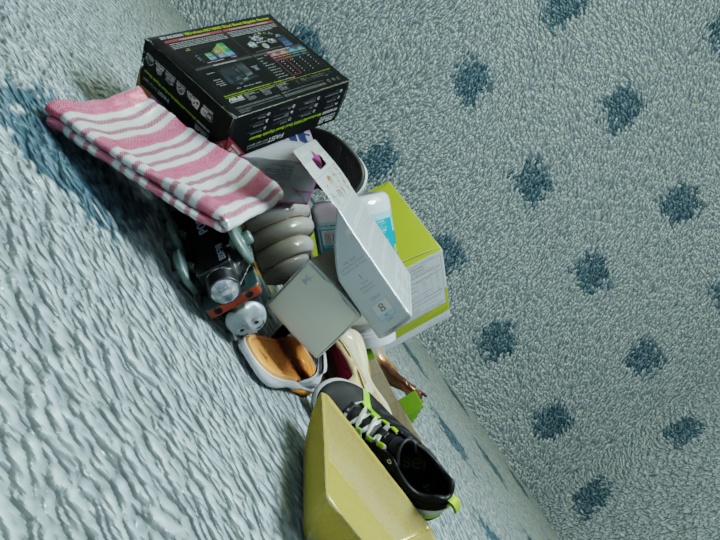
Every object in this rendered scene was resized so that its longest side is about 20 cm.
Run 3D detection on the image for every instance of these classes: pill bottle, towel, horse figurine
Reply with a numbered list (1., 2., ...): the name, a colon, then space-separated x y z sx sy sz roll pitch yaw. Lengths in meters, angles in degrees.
1. pill bottle: 0.000 0.000 0.947 0.111 0.109 0.204 -99 180 -81
2. towel: -0.176 -0.110 0.663 0.198 0.030 0.146 32 23 2
3. horse figurine: 0.013 0.121 1.065 0.202 0.050 0.132 58 -14 -4

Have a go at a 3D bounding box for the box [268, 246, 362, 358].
1. box: -0.034 0.028 0.793 0.082 0.068 0.200 47 11 2

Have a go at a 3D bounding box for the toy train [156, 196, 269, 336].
1. toy train: -0.145 -0.022 0.717 0.201 0.084 0.115 60 -2 47

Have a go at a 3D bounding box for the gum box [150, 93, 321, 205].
1. gum box: -0.147 -0.146 0.829 0.197 0.067 0.115 2 46 -25

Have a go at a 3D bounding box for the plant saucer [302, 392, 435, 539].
1. plant saucer: 0.008 0.231 0.621 0.201 0.048 0.200 54 5 -13

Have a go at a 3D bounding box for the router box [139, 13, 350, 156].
1. router box: -0.131 -0.219 0.811 0.150 0.063 0.199 43 44 16

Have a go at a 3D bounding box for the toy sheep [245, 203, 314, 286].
1. toy sheep: -0.118 -0.051 0.906 0.202 0.136 0.138 61 5 7

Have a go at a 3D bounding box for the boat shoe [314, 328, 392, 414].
1. boat shoe: -0.017 0.156 0.849 0.069 0.074 0.202 18 38 -41

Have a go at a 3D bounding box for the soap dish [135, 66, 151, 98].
1. soap dish: -0.216 -0.198 0.984 0.158 0.081 0.199 55 21 10

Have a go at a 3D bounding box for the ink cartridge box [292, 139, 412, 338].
1. ink cartridge box: -0.016 -0.041 0.749 0.201 0.047 0.160 54 12 -9

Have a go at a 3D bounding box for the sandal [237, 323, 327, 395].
1. sandal: -0.069 0.092 0.769 0.080 0.059 0.207 55 4 12

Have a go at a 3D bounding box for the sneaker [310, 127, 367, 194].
1. sneaker: -0.052 -0.146 0.968 0.199 0.085 0.120 32 7 28

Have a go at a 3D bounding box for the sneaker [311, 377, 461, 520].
1. sneaker: 0.033 0.184 0.756 0.199 0.072 0.083 42 -31 8

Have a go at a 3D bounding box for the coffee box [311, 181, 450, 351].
1. coffee box: 0.026 0.004 1.260 0.201 0.198 0.199 56 -11 39

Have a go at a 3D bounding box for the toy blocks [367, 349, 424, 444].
1. toy blocks: 0.045 0.220 0.935 0.201 0.099 0.138 58 -5 42
